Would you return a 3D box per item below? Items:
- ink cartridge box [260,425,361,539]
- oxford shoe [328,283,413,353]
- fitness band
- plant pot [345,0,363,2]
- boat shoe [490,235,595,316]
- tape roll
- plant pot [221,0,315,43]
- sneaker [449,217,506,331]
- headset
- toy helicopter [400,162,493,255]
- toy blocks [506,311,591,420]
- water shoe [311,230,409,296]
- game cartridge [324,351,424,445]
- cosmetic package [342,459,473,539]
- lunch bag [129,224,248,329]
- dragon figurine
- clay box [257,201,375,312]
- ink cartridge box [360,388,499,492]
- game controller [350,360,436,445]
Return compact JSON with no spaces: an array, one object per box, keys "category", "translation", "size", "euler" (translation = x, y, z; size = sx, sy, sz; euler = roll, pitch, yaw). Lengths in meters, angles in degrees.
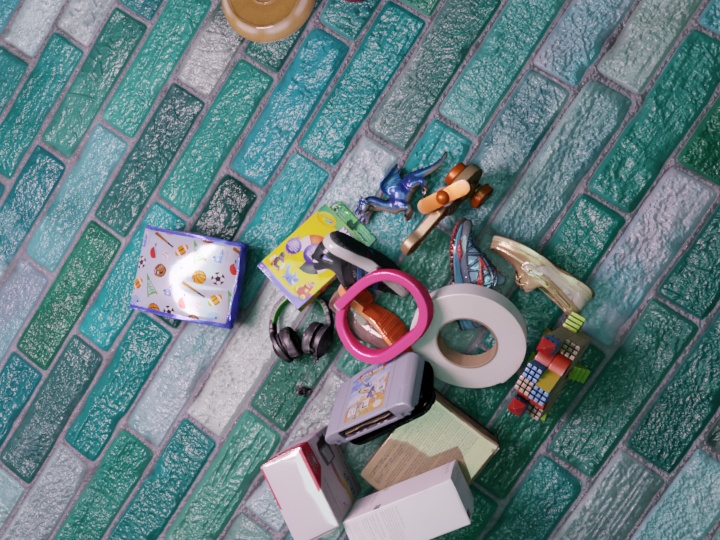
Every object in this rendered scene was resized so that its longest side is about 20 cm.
[{"category":"ink cartridge box","translation":[-0.082,0.370,1.154],"size":[0.085,0.200,0.148],"euler":[-30,83,9]},{"category":"oxford shoe","translation":[0.024,0.108,1.214],"size":[0.200,0.071,0.073],"euler":[47,122,9]},{"category":"fitness band","translation":[0.035,0.078,1.130],"size":[0.144,0.037,0.200],"euler":[50,124,3]},{"category":"plant pot","translation":[-0.025,-0.576,1.168],"size":[0.199,0.179,0.201],"euler":[0,89,11]},{"category":"boat shoe","translation":[0.306,0.010,1.141],"size":[0.200,0.074,0.066],"euler":[33,90,11]},{"category":"tape roll","translation":[0.186,0.117,1.136],"size":[0.202,0.037,0.203],"euler":[8,121,13]},{"category":"plant pot","translation":[-0.184,-0.548,1.280],"size":[0.199,0.027,0.201],"euler":[0,90,13]},{"category":"sneaker","translation":[0.209,0.004,1.169],"size":[0.095,0.079,0.201],"euler":[-5,97,6]},{"category":"headset","translation":[-0.111,0.133,1.219],"size":[0.123,0.094,0.201],"euler":[-10,76,12]},{"category":"toy helicopter","translation":[0.141,-0.105,1.149],"size":[0.079,0.132,0.200],"euler":[43,99,11]},{"category":"toy blocks","translation":[0.307,0.174,1.084],"size":[0.100,0.137,0.200],"euler":[33,113,26]},{"category":"water shoe","translation":[0.000,0.000,1.180],"size":[0.200,0.072,0.079],"euler":[33,118,-28]},{"category":"game cartridge","translation":[0.024,0.221,1.152],"size":[0.200,0.133,0.042],"euler":[-32,120,33]},{"category":"cosmetic package","translation":[0.083,0.400,1.089],"size":[0.200,0.113,0.081],"euler":[-27,85,10]},{"category":"lunch bag","translation":[-0.313,0.013,1.251],"size":[0.199,0.124,0.171],"euler":[9,90,20]},{"category":"dragon figurine","translation":[0.071,-0.157,1.202],"size":[0.099,0.059,0.200],"euler":[36,98,10]},{"category":"clay box","translation":[-0.079,-0.033,1.219],"size":[0.200,0.048,0.115],"euler":[-44,81,-5]},{"category":"ink cartridge box","translation":[0.124,0.332,1.174],"size":[0.165,0.075,0.200],"euler":[37,96,9]},{"category":"game controller","translation":[0.053,0.235,1.160],"size":[0.200,0.042,0.105],"euler":[-34,40,31]}]
